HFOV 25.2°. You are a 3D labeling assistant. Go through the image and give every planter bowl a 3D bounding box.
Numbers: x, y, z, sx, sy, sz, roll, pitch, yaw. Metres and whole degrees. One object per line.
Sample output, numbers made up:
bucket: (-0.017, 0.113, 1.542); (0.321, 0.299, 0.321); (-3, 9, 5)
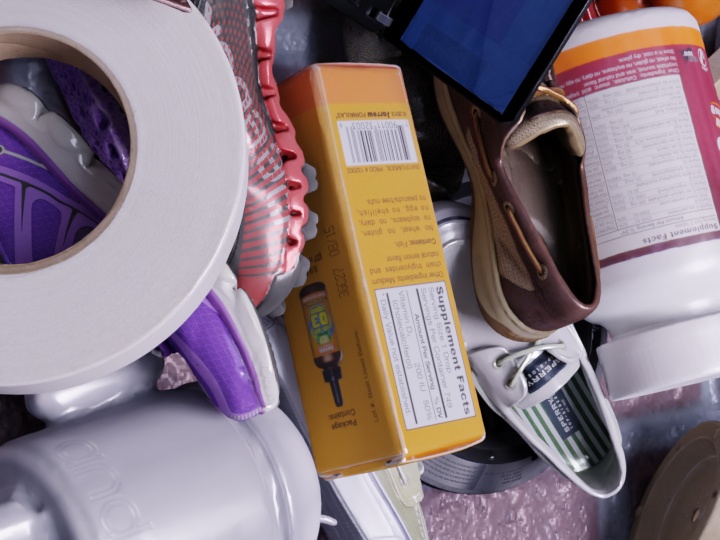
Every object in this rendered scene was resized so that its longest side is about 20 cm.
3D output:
planter bowl: (0.255, 0.176, 1.025); (0.134, 0.200, 0.201); (28, 68, -8)

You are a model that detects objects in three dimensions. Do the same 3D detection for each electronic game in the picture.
electronic game: (0.068, 0.031, 0.948); (0.199, 0.042, 0.201); (3, 84, -33)

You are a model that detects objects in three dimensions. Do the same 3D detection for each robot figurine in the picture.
robot figurine: (-0.099, 0.118, 0.752); (0.199, 0.113, 0.171); (-17, 88, -40)

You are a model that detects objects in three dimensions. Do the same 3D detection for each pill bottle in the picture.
pill bottle: (0.159, -0.035, 0.898); (0.109, 0.109, 0.201); (-6, 79, -41)

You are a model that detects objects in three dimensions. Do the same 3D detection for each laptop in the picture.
laptop: (0.032, -0.202, 0.797); (0.199, 0.103, 0.178); (30, 101, -8)

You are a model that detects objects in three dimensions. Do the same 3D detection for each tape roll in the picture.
tape roll: (-0.148, -0.048, 0.693); (0.201, 0.037, 0.204); (0, 79, -3)

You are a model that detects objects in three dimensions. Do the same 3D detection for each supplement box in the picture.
supplement box: (0.000, 0.000, 0.815); (0.069, 0.066, 0.201); (-3, 79, -43)

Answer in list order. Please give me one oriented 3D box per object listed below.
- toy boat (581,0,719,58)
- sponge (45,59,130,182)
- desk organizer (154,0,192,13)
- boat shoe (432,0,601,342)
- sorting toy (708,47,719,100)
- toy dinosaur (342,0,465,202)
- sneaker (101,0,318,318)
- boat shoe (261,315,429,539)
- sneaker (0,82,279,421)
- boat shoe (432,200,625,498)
toy boat: (0.169, -0.171, 0.988); (0.199, 0.130, 0.131); (16, 77, -39)
sponge: (-0.105, -0.116, 0.814); (0.111, 0.030, 0.201); (-37, 112, -36)
desk organizer: (-0.116, -0.207, 0.699); (0.071, 0.200, 0.077); (14, 123, -39)
boat shoe: (0.088, -0.068, 0.821); (0.072, 0.072, 0.201); (2, 76, -28)
sorting toy: (0.266, -0.057, 1.055); (0.199, 0.069, 0.201); (-42, 141, -34)
toy dinosaur: (0.032, -0.107, 0.885); (0.102, 0.077, 0.201); (-11, 83, -32)
sneaker: (-0.077, -0.074, 0.771); (0.098, 0.071, 0.202); (-7, 90, -41)
boat shoe: (0.003, 0.102, 0.865); (0.062, 0.072, 0.201); (-31, 106, -20)
sneaker: (-0.121, 0.006, 0.740); (0.200, 0.081, 0.084); (40, 73, 7)
boat shoe: (0.093, 0.044, 0.873); (0.073, 0.067, 0.200); (-40, 121, 2)
